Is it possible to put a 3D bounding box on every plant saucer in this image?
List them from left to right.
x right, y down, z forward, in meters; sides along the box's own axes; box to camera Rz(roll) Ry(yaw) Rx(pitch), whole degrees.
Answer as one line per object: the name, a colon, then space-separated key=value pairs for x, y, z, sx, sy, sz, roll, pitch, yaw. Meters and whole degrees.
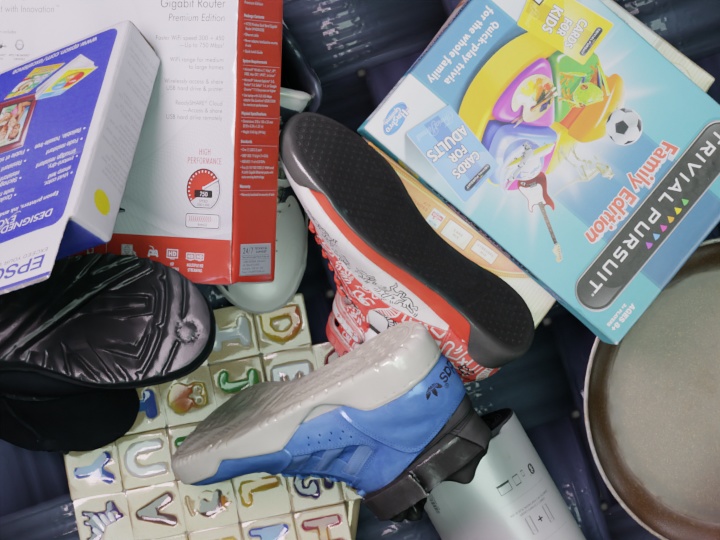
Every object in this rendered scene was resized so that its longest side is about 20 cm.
plant saucer: x=0.233 y=0.078 z=1.673 sx=0.200 sy=0.032 sz=0.201 roll=0 pitch=93 yaw=-7

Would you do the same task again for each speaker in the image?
speaker: x=0.110 y=0.191 z=1.688 sx=0.081 sy=0.081 sz=0.200 roll=-31 pitch=96 yaw=-5

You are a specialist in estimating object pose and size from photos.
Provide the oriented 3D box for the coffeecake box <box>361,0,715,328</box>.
coffeecake box: x=0.097 y=-0.083 z=1.677 sx=0.153 sy=0.073 sz=0.200 roll=36 pitch=88 yaw=-6

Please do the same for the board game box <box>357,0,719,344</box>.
board game box: x=0.123 y=-0.077 z=1.619 sx=0.200 sy=0.047 sz=0.151 roll=40 pitch=88 yaw=-5

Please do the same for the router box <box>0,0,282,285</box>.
router box: x=-0.143 y=-0.086 z=1.579 sx=0.200 sy=0.049 sz=0.180 roll=3 pitch=93 yaw=31

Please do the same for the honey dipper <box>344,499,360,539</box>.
honey dipper: x=-0.002 y=0.129 z=1.697 sx=0.038 sy=0.038 sz=0.201 roll=9 pitch=87 yaw=-7

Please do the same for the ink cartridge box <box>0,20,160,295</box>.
ink cartridge box: x=-0.215 y=-0.032 z=1.504 sx=0.197 sy=0.200 sz=0.047 roll=-18 pitch=132 yaw=29

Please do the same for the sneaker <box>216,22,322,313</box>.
sneaker: x=-0.065 y=-0.074 z=1.625 sx=0.079 sy=0.130 sz=0.200 roll=2 pitch=89 yaw=-5

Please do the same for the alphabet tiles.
alphabet tiles: x=-0.084 y=0.108 z=1.678 sx=0.199 sy=0.006 sz=0.167 roll=-11 pitch=85 yaw=0

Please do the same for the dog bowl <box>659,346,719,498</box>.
dog bowl: x=0.271 y=0.114 z=1.720 sx=0.200 sy=0.050 sz=0.112 roll=27 pitch=89 yaw=-7

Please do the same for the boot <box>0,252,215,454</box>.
boot: x=-0.159 y=0.053 z=1.583 sx=0.200 sy=0.168 sz=0.077 roll=-2 pitch=71 yaw=16

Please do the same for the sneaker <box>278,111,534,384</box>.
sneaker: x=0.000 y=0.001 z=1.615 sx=0.201 sy=0.108 sz=0.067 roll=42 pitch=44 yaw=-16

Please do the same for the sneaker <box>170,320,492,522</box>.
sneaker: x=-0.014 y=0.114 z=1.621 sx=0.200 sy=0.077 sz=0.111 roll=-26 pitch=109 yaw=28
